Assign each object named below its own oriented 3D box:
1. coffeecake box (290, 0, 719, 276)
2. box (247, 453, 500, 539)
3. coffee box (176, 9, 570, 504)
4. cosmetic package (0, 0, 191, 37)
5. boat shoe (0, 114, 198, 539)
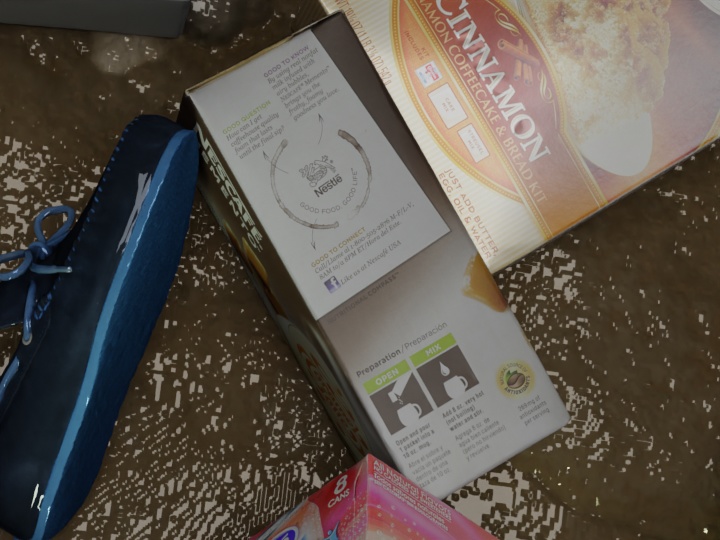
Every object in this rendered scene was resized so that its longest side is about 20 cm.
[{"bbox_3d":[0.093,-0.106,0.912,0.199,0.073,0.154,-31,88,-12],"label":"coffeecake box"},{"bbox_3d":[0.041,0.178,0.806,0.200,0.103,0.095,35,35,-25],"label":"box"},{"bbox_3d":[0.000,0.000,0.862,0.079,0.114,0.201,-29,89,-12],"label":"coffee box"},{"bbox_3d":[-0.174,-0.168,0.875,0.199,0.071,0.102,3,82,-10],"label":"cosmetic package"},{"bbox_3d":[-0.131,0.023,0.829,0.068,0.084,0.201,26,102,11],"label":"boat shoe"}]
